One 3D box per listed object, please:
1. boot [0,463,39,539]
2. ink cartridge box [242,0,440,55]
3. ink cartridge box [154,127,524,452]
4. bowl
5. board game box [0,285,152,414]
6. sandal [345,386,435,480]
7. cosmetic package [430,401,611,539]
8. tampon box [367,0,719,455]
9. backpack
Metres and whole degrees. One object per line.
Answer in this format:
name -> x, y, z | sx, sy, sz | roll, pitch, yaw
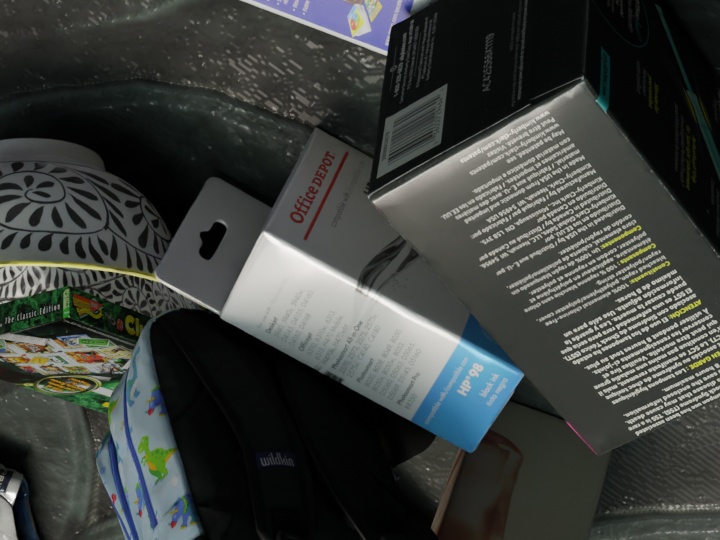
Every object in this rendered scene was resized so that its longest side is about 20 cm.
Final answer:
boot -> -0.263, 0.127, 1.475 | 0.095, 0.074, 0.201 | -1, 133, 12
ink cartridge box -> -0.025, -0.175, 1.185 | 0.198, 0.037, 0.095 | 19, 130, 1
ink cartridge box -> 0.000, 0.000, 1.252 | 0.199, 0.116, 0.067 | 28, 126, -3
bowl -> -0.189, -0.017, 1.298 | 0.199, 0.095, 0.201 | -4, 163, -1
board game box -> -0.148, 0.052, 1.325 | 0.104, 0.024, 0.200 | -17, 158, 27
sandal -> -0.007, 0.108, 1.339 | 0.075, 0.045, 0.200 | 28, 150, -2
cosmetic package -> 0.075, 0.178, 1.307 | 0.087, 0.200, 0.104 | 21, 127, 3
tampon box -> 0.116, -0.041, 1.141 | 0.126, 0.150, 0.200 | -27, 121, 26
backpack -> -0.064, 0.108, 1.226 | 0.162, 0.201, 0.154 | -1, 146, -32
